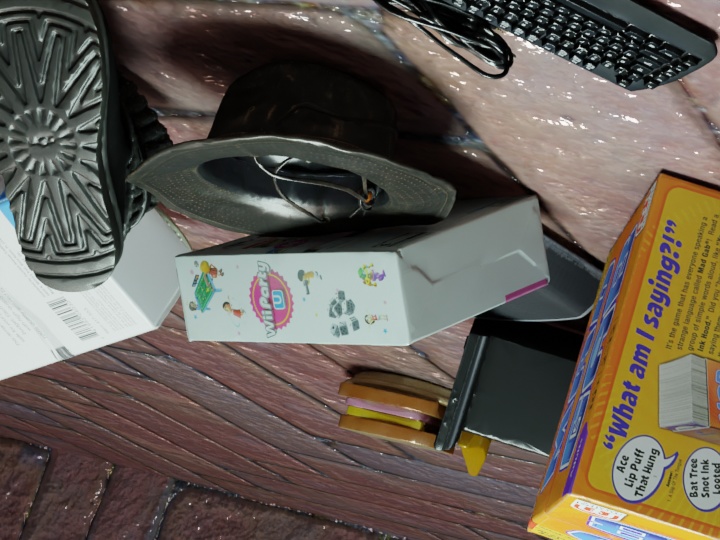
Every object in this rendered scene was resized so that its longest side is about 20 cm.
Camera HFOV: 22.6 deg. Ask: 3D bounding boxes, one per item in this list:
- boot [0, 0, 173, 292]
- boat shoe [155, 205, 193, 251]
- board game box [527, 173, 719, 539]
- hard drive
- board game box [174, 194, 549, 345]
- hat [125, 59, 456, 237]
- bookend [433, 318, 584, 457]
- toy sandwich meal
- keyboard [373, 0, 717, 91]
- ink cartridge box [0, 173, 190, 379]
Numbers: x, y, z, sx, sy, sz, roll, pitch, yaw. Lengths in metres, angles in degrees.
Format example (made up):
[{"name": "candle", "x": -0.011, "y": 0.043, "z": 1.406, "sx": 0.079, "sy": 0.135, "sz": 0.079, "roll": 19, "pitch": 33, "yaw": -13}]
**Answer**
[{"name": "boot", "x": -0.172, "y": -0.106, "z": 1.116, "sx": 0.079, "sy": 0.211, "sz": 0.158, "roll": 4, "pitch": -154, "yaw": 9}, {"name": "boat shoe", "x": -0.227, "y": -0.041, "z": 1.482, "sx": 0.200, "sy": 0.075, "sz": 0.062, "roll": 25, "pitch": 167, "yaw": -2}, {"name": "board game box", "x": 0.235, "y": 0.087, "z": 1.114, "sx": 0.200, "sy": 0.200, "sz": 0.200, "roll": 18, "pitch": 166, "yaw": 3}, {"name": "hard drive", "x": 0.068, "y": -0.004, "z": 1.304, "sx": 0.135, "sy": 0.042, "sz": 0.200, "roll": 29, "pitch": 162, "yaw": -39}, {"name": "board game box", "x": 0.000, "y": 0.000, "z": 1.183, "sx": 0.200, "sy": 0.064, "sz": 0.147, "roll": -1, "pitch": -167, "yaw": 43}, {"name": "hat", "x": -0.039, "y": -0.079, "z": 1.075, "sx": 0.200, "sy": 0.081, "sz": 0.201, "roll": 4, "pitch": 168, "yaw": 1}, {"name": "bookend", "x": 0.168, "y": 0.106, "z": 1.380, "sx": 0.200, "sy": 0.092, "sz": 0.199, "roll": 17, "pitch": -174, "yaw": 4}, {"name": "toy sandwich meal", "x": 0.060, "y": 0.166, "z": 1.916, "sx": 0.205, "sy": 0.070, "sz": 0.205, "roll": 17, "pitch": 166, "yaw": 4}, {"name": "keyboard", "x": 0.063, "y": -0.122, "z": 0.861, "sx": 0.200, "sy": 0.040, "sz": 0.104, "roll": 24, "pitch": 165, "yaw": -18}, {"name": "ink cartridge box", "x": -0.252, "y": -0.008, "z": 1.402, "sx": 0.200, "sy": 0.086, "sz": 0.147, "roll": -17, "pitch": 121, "yaw": 40}]
